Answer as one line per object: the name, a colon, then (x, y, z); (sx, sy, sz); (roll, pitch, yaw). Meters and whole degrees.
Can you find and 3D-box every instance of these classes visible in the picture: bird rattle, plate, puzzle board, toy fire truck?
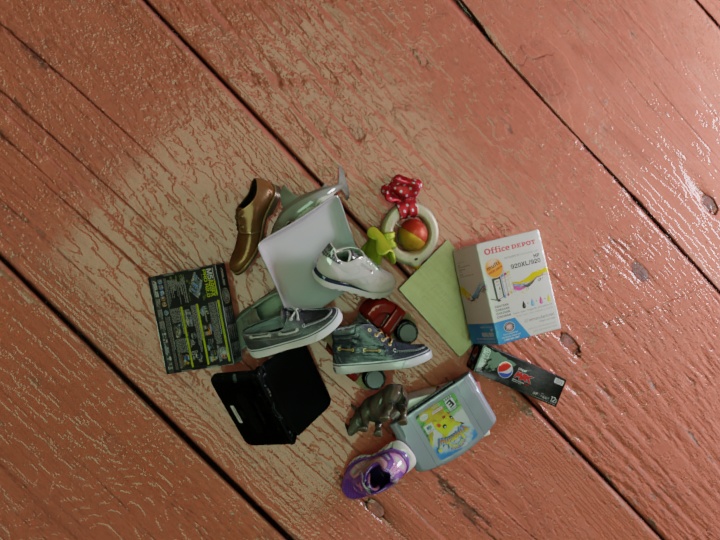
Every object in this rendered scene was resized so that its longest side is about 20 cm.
bird rattle: (0.090, -0.093, 1.454); (0.162, 0.112, 0.203); (32, 76, -17)
plate: (-0.097, -0.021, 1.390); (0.198, 0.032, 0.203); (-34, 122, -22)
puzzle board: (0.199, 0.060, 1.490); (0.151, 0.017, 0.200); (-43, 95, -4)
toy fire truck: (-0.009, 0.118, 1.433); (0.199, 0.129, 0.177); (38, 88, -15)

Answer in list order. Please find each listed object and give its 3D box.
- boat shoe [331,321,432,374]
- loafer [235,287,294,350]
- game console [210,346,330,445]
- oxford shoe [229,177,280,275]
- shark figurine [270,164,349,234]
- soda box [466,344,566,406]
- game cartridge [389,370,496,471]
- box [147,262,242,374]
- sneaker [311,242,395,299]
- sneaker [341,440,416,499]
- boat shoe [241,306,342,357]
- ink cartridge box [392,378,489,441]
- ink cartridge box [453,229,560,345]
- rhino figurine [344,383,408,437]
boat shoe: (0.039, 0.143, 1.348); (0.196, 0.071, 0.093); (-7, 95, -2)
loafer: (-0.212, 0.100, 1.427); (0.200, 0.070, 0.070); (-43, 92, -3)
game console: (-0.180, 0.247, 1.420); (0.172, 0.117, 0.203); (-7, 124, 22)
oxford shoe: (-0.232, -0.092, 1.410); (0.071, 0.071, 0.204); (25, 81, -42)
shark figurine: (-0.114, -0.147, 1.406); (0.213, 0.128, 0.090); (-38, 82, -4)
soda box: (0.330, 0.218, 1.477); (0.197, 0.071, 0.064); (24, 91, -5)
game cartridge: (0.173, 0.315, 1.418); (0.198, 0.040, 0.135); (-33, 98, -4)
box: (-0.334, 0.098, 1.405); (0.157, 0.044, 0.204); (-11, 92, 15)
sneaker: (0.000, 0.000, 1.389); (0.197, 0.076, 0.082); (10, 114, -38)
sneaker: (0.022, 0.421, 1.411); (0.081, 0.088, 0.199); (49, 125, -1)
boat shoe: (-0.134, 0.104, 1.346); (0.196, 0.072, 0.069); (-18, 122, 5)
ink cartridge box: (0.162, 0.308, 1.468); (0.196, 0.067, 0.119); (-13, 93, -6)
ink cartridge box: (0.294, 0.035, 1.418); (0.144, 0.145, 0.204); (-12, 88, -12)
rhino figurine: (0.028, 0.290, 1.415); (0.059, 0.199, 0.089); (31, 49, -22)
